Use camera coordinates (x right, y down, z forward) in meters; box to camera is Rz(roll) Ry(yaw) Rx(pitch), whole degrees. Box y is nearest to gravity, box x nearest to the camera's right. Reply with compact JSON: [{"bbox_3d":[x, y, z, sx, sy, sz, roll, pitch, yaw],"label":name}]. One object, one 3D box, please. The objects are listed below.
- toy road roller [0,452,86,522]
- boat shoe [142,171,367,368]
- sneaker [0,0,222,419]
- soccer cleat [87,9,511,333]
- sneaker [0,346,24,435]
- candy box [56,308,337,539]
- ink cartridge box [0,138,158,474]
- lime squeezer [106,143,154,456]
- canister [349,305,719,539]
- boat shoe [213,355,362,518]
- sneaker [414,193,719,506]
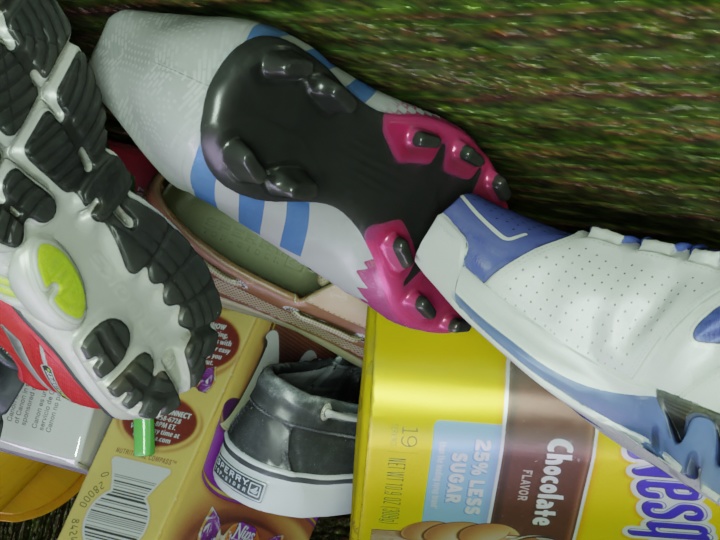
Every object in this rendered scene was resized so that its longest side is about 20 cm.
[{"bbox_3d":[-0.221,0.050,1.272,0.200,0.123,0.146,43,-176,-19],"label":"toy road roller"},{"bbox_3d":[0.000,0.000,0.985,0.199,0.076,0.074,14,168,6],"label":"boat shoe"},{"bbox_3d":[-0.124,-0.027,0.756,0.085,0.077,0.201,3,132,39],"label":"sneaker"},{"bbox_3d":[-0.016,-0.039,0.822,0.086,0.070,0.200,24,173,37],"label":"soccer cleat"},{"bbox_3d":[-0.170,0.012,0.922,0.077,0.141,0.199,0,-168,44],"label":"sneaker"},{"bbox_3d":[-0.059,0.077,1.084,0.056,0.201,0.117,9,156,29],"label":"candy box"},{"bbox_3d":[-0.191,-0.001,1.089,0.199,0.146,0.084,15,172,10],"label":"ink cartridge box"},{"bbox_3d":[-0.126,-0.019,1.020,0.200,0.071,0.038,54,180,12],"label":"lime squeezer"},{"bbox_3d":[0.098,0.068,0.940,0.199,0.087,0.149,4,144,0],"label":"canister"},{"bbox_3d":[0.009,0.061,1.068,0.073,0.068,0.199,30,-162,34],"label":"boat shoe"},{"bbox_3d":[0.127,0.016,0.792,0.199,0.115,0.081,34,178,30],"label":"sneaker"}]
